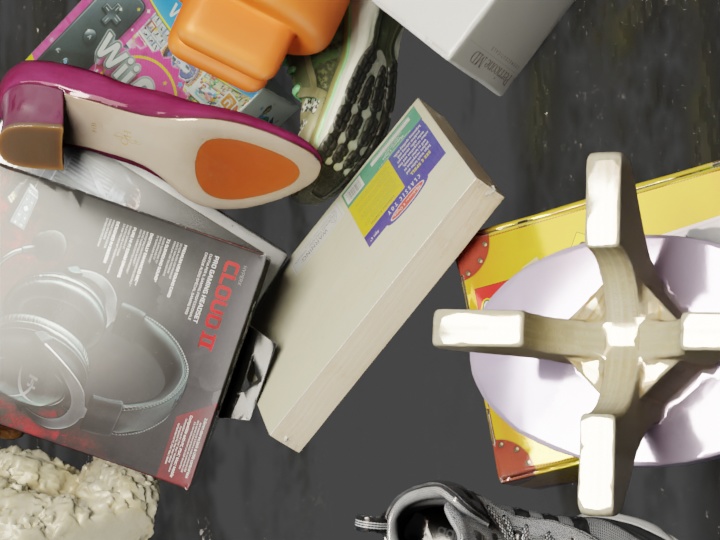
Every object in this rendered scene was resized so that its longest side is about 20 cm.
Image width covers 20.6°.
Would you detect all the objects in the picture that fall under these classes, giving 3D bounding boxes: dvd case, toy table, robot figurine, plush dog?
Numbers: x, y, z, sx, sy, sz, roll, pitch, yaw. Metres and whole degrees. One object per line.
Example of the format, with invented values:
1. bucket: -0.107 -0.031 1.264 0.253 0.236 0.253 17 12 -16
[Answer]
1. dvd case: -0.168 0.001 1.253 0.199 0.025 0.151 32 88 -1
2. toy table: 0.139 0.039 1.052 0.199 0.117 0.185 -13 77 21
3. robot figurine: -0.046 -0.210 1.193 0.116 0.144 0.201 17 77 28
4. plush dog: -0.251 0.171 1.288 0.171 0.160 0.201 28 91 52

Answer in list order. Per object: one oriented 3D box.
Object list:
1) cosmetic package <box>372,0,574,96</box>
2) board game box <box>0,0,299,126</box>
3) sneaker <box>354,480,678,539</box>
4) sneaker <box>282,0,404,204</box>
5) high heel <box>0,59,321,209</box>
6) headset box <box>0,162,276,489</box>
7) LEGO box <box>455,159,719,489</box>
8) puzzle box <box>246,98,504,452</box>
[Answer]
1. cosmetic package: 0.106 -0.215 1.204 0.071 0.101 0.200 41 99 23
2. board game box: -0.162 -0.097 1.324 0.200 0.064 0.148 -44 68 11
3. sneaker: 0.093 0.168 1.137 0.199 0.114 0.076 9 85 25
4. sneaker: -0.024 -0.139 1.267 0.088 0.077 0.201 10 77 26
5. high heel: -0.122 -0.095 1.213 0.199 0.096 0.068 10 125 -10
6. headset box: -0.153 0.036 1.203 0.199 0.077 0.150 20 88 0
7. LEGO box: 0.167 0.032 1.148 0.199 0.077 0.150 -16 75 21
8. puzzle box: 0.000 0.000 1.209 0.200 0.025 0.133 -51 27 12
